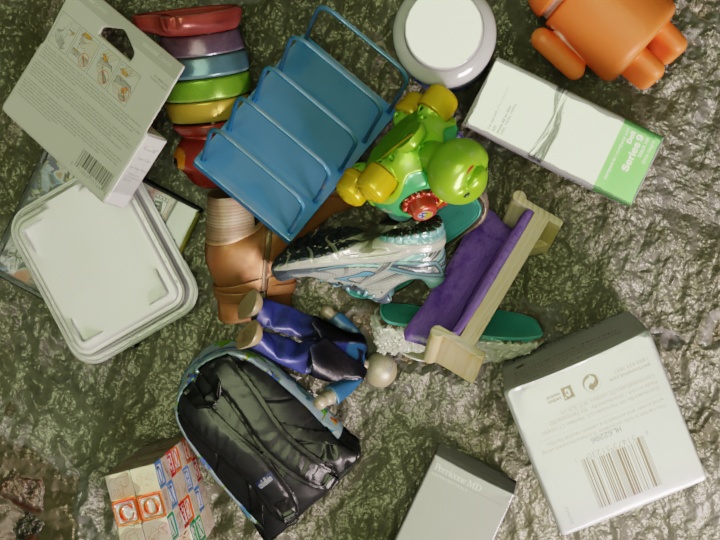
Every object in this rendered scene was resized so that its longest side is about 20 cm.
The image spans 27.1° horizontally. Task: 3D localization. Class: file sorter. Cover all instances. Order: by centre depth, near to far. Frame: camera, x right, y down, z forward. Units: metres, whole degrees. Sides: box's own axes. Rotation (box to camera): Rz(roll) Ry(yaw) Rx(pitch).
[{"bbox_3d":[-0.061,-0.161,1.602,0.138,0.123,0.201,38,71,1],"label":"file sorter"}]

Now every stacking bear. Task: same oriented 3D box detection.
[{"bbox_3d":[-0.176,-0.191,1.679,0.113,0.121,0.203,-14,106,-30],"label":"stacking bear"}]

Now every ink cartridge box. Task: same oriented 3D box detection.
[{"bbox_3d":[0.218,-0.151,1.626,0.198,0.146,0.085,26,96,2],"label":"ink cartridge box"},{"bbox_3d":[-0.290,-0.198,1.670,0.200,0.045,0.177,40,102,27],"label":"ink cartridge box"}]

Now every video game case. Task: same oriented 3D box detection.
[{"bbox_3d":[-0.309,-0.036,1.740,0.198,0.026,0.182,27,96,3],"label":"video game case"}]

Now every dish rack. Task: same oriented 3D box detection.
[{"bbox_3d":[-0.298,-0.010,1.707,0.170,0.044,0.202,-29,89,7],"label":"dish rack"}]

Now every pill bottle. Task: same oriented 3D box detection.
[{"bbox_3d":[0.091,-0.251,1.603,0.110,0.200,0.114,0,93,5],"label":"pill bottle"}]

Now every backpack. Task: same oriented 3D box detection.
[{"bbox_3d":[-0.122,0.174,1.690,0.200,0.154,0.163,41,102,-20],"label":"backpack"}]

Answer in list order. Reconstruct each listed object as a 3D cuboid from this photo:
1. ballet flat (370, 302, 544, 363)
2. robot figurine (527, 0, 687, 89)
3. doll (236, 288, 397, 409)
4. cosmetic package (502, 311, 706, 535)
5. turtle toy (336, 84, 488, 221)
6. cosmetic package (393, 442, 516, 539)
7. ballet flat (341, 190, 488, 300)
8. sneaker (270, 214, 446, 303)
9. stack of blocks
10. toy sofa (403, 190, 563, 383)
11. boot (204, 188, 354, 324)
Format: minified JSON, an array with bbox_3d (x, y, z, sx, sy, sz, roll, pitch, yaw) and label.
[{"bbox_3d":[0.107,0.076,1.696,0.197,0.072,0.073,7,94,-2],"label":"ballet flat"},{"bbox_3d":[0.261,-0.288,1.628,0.200,0.117,0.144,44,120,1],"label":"robot figurine"},{"bbox_3d":[-0.045,0.092,1.677,0.198,0.138,0.048,21,140,-29],"label":"doll"},{"bbox_3d":[0.257,0.160,1.616,0.166,0.200,0.168,-23,92,6],"label":"cosmetic package"},{"bbox_3d":[0.067,-0.110,1.561,0.101,0.200,0.146,41,79,-14],"label":"turtle toy"},{"bbox_3d":[0.092,0.311,1.699,0.106,0.090,0.202,23,99,6],"label":"cosmetic package"},{"bbox_3d":[0.066,-0.032,1.683,0.199,0.067,0.068,-32,98,20],"label":"ballet flat"},{"bbox_3d":[0.000,0.000,1.629,0.197,0.078,0.087,-9,111,12],"label":"sneaker"},{"bbox_3d":[-0.221,0.259,1.664,0.058,0.200,0.117,-15,91,5],"label":"stack of blocks"},{"bbox_3d":[0.132,0.011,1.636,0.097,0.083,0.201,30,68,7],"label":"toy sofa"},{"bbox_3d":[-0.082,-0.026,1.701,0.197,0.074,0.157,-9,112,-16],"label":"boot"}]
